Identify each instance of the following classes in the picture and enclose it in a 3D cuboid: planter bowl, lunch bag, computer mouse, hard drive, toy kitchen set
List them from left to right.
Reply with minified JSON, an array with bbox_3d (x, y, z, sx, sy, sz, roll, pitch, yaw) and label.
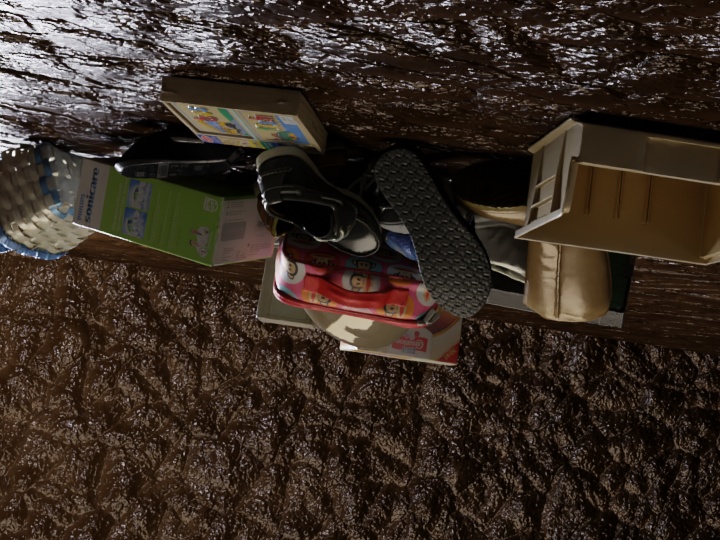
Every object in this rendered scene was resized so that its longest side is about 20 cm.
[{"bbox_3d":[-0.174,-0.129,1.675,0.200,0.046,0.140,-4,171,-5],"label":"computer mouse"},{"bbox_3d":[-0.118,-0.007,2.119,0.163,0.181,0.200,8,170,8],"label":"toy kitchen set"},{"bbox_3d":[0.000,0.000,1.743,0.200,0.082,0.176,11,-155,-3],"label":"lunch bag"},{"bbox_3d":[0.026,-0.016,1.920,0.200,0.201,0.135,11,149,-33],"label":"planter bowl"},{"bbox_3d":[0.225,-0.012,1.773,0.200,0.140,0.038,10,145,11],"label":"hard drive"}]

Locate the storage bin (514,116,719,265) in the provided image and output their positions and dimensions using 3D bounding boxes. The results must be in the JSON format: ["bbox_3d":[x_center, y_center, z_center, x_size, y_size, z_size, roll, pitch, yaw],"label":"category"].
[{"bbox_3d":[0.268,-0.071,1.393,0.200,0.094,0.199,8,175,-6],"label":"storage bin"}]

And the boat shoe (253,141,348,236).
[{"bbox_3d":[-0.059,-0.088,1.639,0.072,0.068,0.200,-7,170,-21],"label":"boat shoe"}]

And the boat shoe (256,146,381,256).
[{"bbox_3d":[-0.042,-0.056,1.568,0.072,0.068,0.200,-26,145,22],"label":"boat shoe"}]

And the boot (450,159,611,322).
[{"bbox_3d":[0.187,-0.024,1.615,0.175,0.066,0.200,6,141,11],"label":"boot"}]

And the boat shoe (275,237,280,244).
[{"bbox_3d":[-0.176,-0.064,1.869,0.200,0.071,0.064,15,-138,22],"label":"boat shoe"}]

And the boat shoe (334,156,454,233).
[{"bbox_3d":[0.019,-0.092,1.648,0.068,0.074,0.199,37,167,-37],"label":"boat shoe"}]

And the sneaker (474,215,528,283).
[{"bbox_3d":[0.222,-0.034,1.732,0.200,0.116,0.074,7,173,-16],"label":"sneaker"}]

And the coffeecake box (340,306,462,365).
[{"bbox_3d":[0.065,0.023,2.083,0.153,0.200,0.073,9,174,-20],"label":"coffeecake box"}]

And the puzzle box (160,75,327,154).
[{"bbox_3d":[-0.110,-0.149,1.456,0.133,0.025,0.200,7,175,7],"label":"puzzle box"}]

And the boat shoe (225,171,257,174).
[{"bbox_3d":[-0.113,-0.086,1.898,0.202,0.065,0.074,6,174,26],"label":"boat shoe"}]

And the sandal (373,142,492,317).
[{"bbox_3d":[0.084,-0.046,1.570,0.075,0.201,0.048,-22,-167,22],"label":"sandal"}]

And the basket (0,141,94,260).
[{"bbox_3d":[-0.435,-0.079,1.914,0.200,0.139,0.176,-26,164,15],"label":"basket"}]

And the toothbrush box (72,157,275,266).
[{"bbox_3d":[-0.215,-0.073,1.764,0.200,0.086,0.146,15,-169,25],"label":"toothbrush box"}]

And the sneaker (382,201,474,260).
[{"bbox_3d":[0.081,-0.063,1.734,0.089,0.079,0.200,22,-160,14],"label":"sneaker"}]
